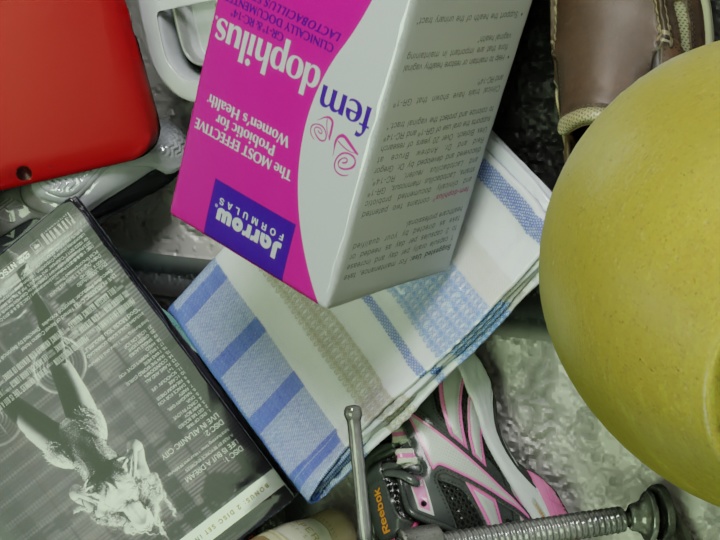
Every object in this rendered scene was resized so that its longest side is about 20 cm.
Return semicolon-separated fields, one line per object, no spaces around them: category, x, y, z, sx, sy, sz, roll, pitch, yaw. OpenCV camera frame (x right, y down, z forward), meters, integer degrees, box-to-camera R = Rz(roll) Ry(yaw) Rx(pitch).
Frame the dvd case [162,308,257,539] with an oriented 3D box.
dvd case;-0.124;0.127;0.878;0.145;0.022;0.202;31;120;19

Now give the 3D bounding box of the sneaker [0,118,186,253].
sneaker;-0.180;-0.009;0.813;0.198;0.076;0.115;-23;124;-5

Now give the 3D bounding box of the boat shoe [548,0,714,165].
boat shoe;0.120;-0.078;0.633;0.074;0.075;0.205;-8;101;32

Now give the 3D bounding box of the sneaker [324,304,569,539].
sneaker;0.032;0.098;0.727;0.201;0.086;0.080;52;137;7

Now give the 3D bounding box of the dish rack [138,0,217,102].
dish rack;-0.029;-0.181;0.707;0.198;0.043;0.174;-4;101;32

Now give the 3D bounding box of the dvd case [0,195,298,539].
dvd case;-0.150;0.085;0.762;0.148;0.016;0.201;-37;90;7

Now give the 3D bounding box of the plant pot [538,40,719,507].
plant pot;0.173;0.019;0.550;0.197;0.142;0.203;1;108;3

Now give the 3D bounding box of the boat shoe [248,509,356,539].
boat shoe;-0.045;0.206;0.827;0.072;0.065;0.201;47;144;24

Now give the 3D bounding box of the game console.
game console;-0.219;-0.142;0.767;0.197;0.174;0.119;-12;140;3

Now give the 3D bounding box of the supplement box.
supplement box;0.003;-0.100;0.620;0.101;0.103;0.202;29;117;28

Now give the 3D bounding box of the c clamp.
c clamp;0.087;0.152;0.689;0.027;0.197;0.173;-174;85;-73

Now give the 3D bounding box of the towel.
towel;0.000;0.000;0.709;0.200;0.024;0.147;-46;64;15
